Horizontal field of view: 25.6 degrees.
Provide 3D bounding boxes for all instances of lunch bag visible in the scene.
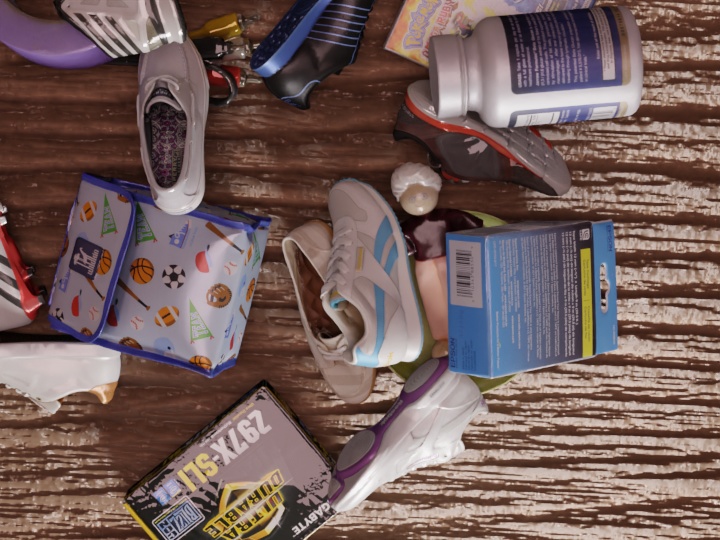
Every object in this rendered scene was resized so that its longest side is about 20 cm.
[{"bbox_3d":[-0.214,0.002,1.626,0.200,0.124,0.170,17,96,10],"label":"lunch bag"}]

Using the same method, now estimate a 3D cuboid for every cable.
[{"bbox_3d":[-0.197,-0.218,1.641,0.200,0.050,0.097,1,96,9],"label":"cable"}]

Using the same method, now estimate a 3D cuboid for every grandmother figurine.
[{"bbox_3d":[0.082,-0.018,1.633,0.121,0.061,0.200,-21,100,-8],"label":"grandmother figurine"}]

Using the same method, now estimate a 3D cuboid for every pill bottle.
[{"bbox_3d":[0.171,-0.200,1.569,0.200,0.111,0.111,-5,98,-4],"label":"pill bottle"}]

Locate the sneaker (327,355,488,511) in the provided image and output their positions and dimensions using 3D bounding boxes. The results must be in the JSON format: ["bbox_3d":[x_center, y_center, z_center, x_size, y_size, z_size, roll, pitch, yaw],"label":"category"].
[{"bbox_3d":[0.052,0.186,1.648,0.200,0.075,0.100,-46,112,1],"label":"sneaker"}]

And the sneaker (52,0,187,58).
[{"bbox_3d":[-0.246,-0.297,1.499,0.115,0.076,0.201,-18,90,-2],"label":"sneaker"}]

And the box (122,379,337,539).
[{"bbox_3d":[-0.128,0.240,1.695,0.200,0.049,0.160,-39,95,3],"label":"box"}]

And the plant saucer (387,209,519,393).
[{"bbox_3d":[0.103,0.034,1.683,0.200,0.031,0.200,0,97,-1],"label":"plant saucer"}]

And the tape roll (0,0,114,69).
[{"bbox_3d":[-0.296,-0.306,1.580,0.200,0.085,0.200,0,88,1],"label":"tape roll"}]

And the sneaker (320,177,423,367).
[{"bbox_3d":[0.000,0.000,1.605,0.081,0.077,0.200,-8,72,-29],"label":"sneaker"}]

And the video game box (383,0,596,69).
[{"bbox_3d":[0.145,-0.283,1.635,0.182,0.047,0.200,24,96,-3],"label":"video game box"}]

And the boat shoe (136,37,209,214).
[{"bbox_3d":[-0.191,-0.157,1.559,0.072,0.069,0.200,-1,72,5],"label":"boat shoe"}]

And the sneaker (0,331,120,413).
[{"bbox_3d":[-0.353,0.110,1.656,0.200,0.073,0.085,3,100,-1],"label":"sneaker"}]

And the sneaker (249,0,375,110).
[{"bbox_3d":[-0.024,-0.256,1.628,0.200,0.070,0.078,-47,120,-2],"label":"sneaker"}]

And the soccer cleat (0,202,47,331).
[{"bbox_3d":[-0.398,-0.029,1.640,0.085,0.069,0.200,-24,102,-3],"label":"soccer cleat"}]

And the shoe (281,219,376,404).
[{"bbox_3d":[-0.038,0.048,1.658,0.070,0.053,0.200,-15,94,29],"label":"shoe"}]

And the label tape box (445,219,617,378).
[{"bbox_3d":[0.178,0.024,1.624,0.200,0.066,0.143,-9,99,-43],"label":"label tape box"}]

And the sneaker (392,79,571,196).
[{"bbox_3d":[0.124,-0.124,1.655,0.200,0.077,0.082,29,123,-5],"label":"sneaker"}]
